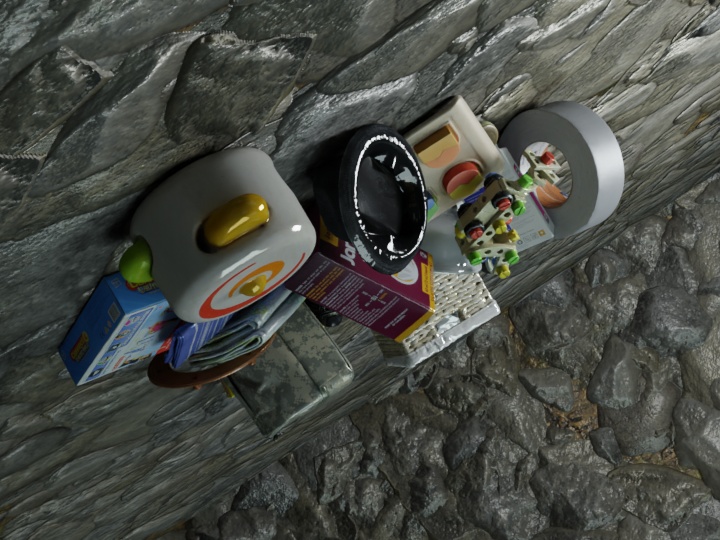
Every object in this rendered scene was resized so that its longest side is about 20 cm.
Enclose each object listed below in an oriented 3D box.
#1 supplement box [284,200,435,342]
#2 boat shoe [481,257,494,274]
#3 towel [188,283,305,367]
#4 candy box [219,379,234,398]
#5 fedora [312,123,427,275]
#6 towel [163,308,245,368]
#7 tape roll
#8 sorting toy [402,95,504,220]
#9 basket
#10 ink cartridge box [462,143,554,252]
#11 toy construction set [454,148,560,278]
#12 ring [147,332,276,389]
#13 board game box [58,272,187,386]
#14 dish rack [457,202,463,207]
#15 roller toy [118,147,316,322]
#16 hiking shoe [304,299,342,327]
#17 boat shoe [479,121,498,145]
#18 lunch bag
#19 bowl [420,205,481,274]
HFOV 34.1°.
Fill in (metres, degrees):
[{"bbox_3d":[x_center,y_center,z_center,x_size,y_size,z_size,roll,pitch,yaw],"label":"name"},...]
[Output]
[{"bbox_3d":[0.000,0.000,1.611,0.199,0.111,0.086,27,131,-26],"label":"supplement box"},{"bbox_3d":[0.205,-0.083,1.867,0.060,0.202,0.072,-11,149,38],"label":"boat shoe"},{"bbox_3d":[-0.143,0.056,1.658,0.171,0.048,0.200,-23,-162,42],"label":"towel"},{"bbox_3d":[-0.152,0.121,1.940,0.199,0.103,0.026,-27,-176,-25],"label":"candy box"},{"bbox_3d":[0.003,-0.088,1.489,0.091,0.202,0.200,-1,-172,34],"label":"fedora"},{"bbox_3d":[-0.173,0.043,1.526,0.200,0.024,0.145,-42,174,-24],"label":"towel"},{"bbox_3d":[0.301,-0.153,1.786,0.066,0.201,0.200,-21,163,-37],"label":"tape roll"},{"bbox_3d":[0.092,-0.127,1.607,0.200,0.037,0.185,-36,143,7],"label":"sorting toy"},{"bbox_3d":[0.114,0.061,2.128,0.198,0.161,0.200,-30,-177,-12],"label":"basket"},{"bbox_3d":[0.202,-0.115,1.754,0.094,0.200,0.037,-24,-153,27],"label":"ink cartridge box"},{"bbox_3d":[0.206,-0.081,1.656,0.131,0.092,0.200,13,119,-36],"label":"toy construction set"},{"bbox_3d":[-0.214,0.119,1.710,0.199,0.019,0.201,-16,-157,7],"label":"ring"},{"bbox_3d":[-0.266,0.051,1.512,0.195,0.056,0.200,-22,163,-41],"label":"board game box"},{"bbox_3d":[0.123,-0.076,2.005,0.171,0.044,0.200,-31,168,-10],"label":"dish rack"},{"bbox_3d":[-0.146,-0.034,1.293,0.200,0.140,0.182,-41,165,31],"label":"roller toy"},{"bbox_3d":[-0.048,0.034,1.868,0.076,0.101,0.200,-24,165,-35],"label":"hiking shoe"},{"bbox_3d":[0.106,-0.150,1.678,0.201,0.063,0.073,-42,141,11],"label":"boat shoe"},{"bbox_3d":[-0.136,0.145,1.846,0.167,0.200,0.139,-35,179,-21],"label":"lunch bag"},{"bbox_3d":[0.094,-0.062,1.778,0.201,0.200,0.091,-11,114,-58],"label":"bowl"}]
